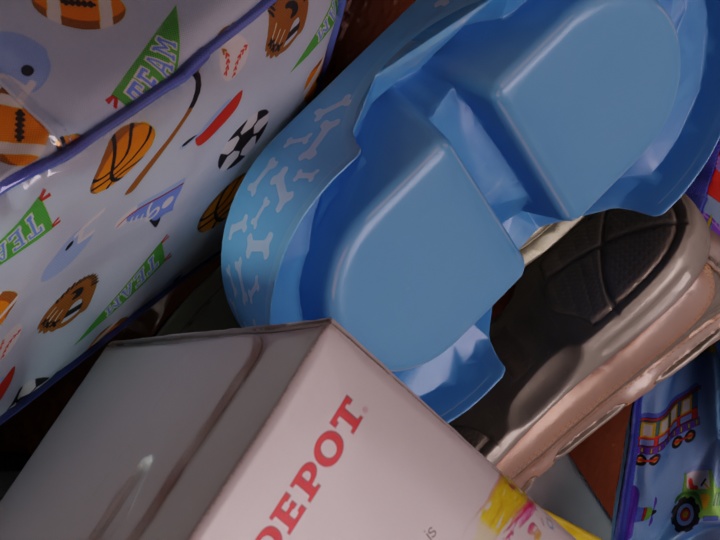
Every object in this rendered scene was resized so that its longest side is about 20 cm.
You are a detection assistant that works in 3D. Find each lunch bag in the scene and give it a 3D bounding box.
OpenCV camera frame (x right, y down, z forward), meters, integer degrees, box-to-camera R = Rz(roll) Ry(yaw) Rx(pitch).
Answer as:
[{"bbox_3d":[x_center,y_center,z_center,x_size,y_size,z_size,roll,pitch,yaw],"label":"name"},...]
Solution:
[{"bbox_3d":[-0.095,-0.029,0.871,0.200,0.076,0.161,-37,160,-39],"label":"lunch bag"},{"bbox_3d":[0.146,0.008,1.106,0.151,0.094,0.201,-65,152,-49],"label":"lunch bag"}]

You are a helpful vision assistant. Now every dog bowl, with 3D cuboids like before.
[{"bbox_3d":[0.037,-0.036,0.915,0.200,0.050,0.112,-44,131,-10],"label":"dog bowl"}]

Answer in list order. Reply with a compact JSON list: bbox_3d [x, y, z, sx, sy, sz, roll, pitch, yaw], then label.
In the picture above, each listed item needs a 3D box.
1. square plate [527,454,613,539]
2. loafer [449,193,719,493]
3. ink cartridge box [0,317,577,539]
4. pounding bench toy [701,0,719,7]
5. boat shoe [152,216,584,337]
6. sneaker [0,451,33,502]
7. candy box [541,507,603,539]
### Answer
[{"bbox_3d":[0.002,0.110,1.066,0.198,0.028,0.200,-50,121,-28],"label":"square plate"},{"bbox_3d":[0.052,0.054,0.994,0.200,0.072,0.063,-40,129,9],"label":"loafer"},{"bbox_3d":[-0.013,0.133,0.862,0.200,0.146,0.147,43,67,-22],"label":"ink cartridge box"},{"bbox_3d":[0.116,-0.130,1.005,0.124,0.156,0.201,-41,134,-44],"label":"pounding bench toy"},{"bbox_3d":[0.000,0.000,0.982,0.201,0.061,0.072,-35,105,-17],"label":"boat shoe"},{"bbox_3d":[-0.170,0.068,0.879,0.200,0.070,0.082,-12,106,-46],"label":"sneaker"},{"bbox_3d":[0.081,0.154,1.067,0.200,0.026,0.103,29,79,-23],"label":"candy box"}]
